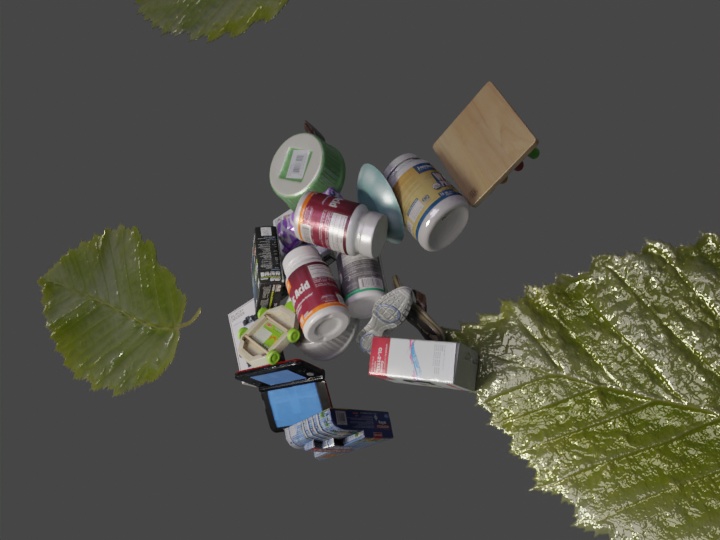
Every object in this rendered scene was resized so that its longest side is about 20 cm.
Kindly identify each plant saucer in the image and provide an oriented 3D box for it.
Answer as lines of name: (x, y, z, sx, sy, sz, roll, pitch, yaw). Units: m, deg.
plant saucer: (0.035, -0.150, 1.381, 0.038, 0.204, 0.202, -26, 55, -17)

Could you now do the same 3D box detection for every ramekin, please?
ramekin: (-0.144, -0.255, 1.512, 0.194, 0.097, 0.208, -11, 68, 27)
ramekin: (-0.103, 0.111, 1.434, 0.196, 0.094, 0.210, -11, 68, 27)

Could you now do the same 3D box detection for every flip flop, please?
flip flop: (0.135, 0.086, 1.317, 0.057, 0.082, 0.200, -30, 53, -17)

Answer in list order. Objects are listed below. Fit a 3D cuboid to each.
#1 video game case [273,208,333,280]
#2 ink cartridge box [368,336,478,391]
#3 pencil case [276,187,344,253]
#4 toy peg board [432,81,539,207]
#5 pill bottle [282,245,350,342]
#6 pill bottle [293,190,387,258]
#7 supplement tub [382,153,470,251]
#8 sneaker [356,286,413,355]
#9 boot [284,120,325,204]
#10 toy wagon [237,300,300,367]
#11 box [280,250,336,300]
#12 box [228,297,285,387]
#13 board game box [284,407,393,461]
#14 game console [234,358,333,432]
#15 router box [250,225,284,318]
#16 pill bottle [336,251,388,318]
video game case: (-0.150, -0.097, 1.531, 0.179, 0.024, 0.205, -29, 51, 21)
ink cartridge box: (0.135, 0.198, 1.229, 0.194, 0.145, 0.086, 1, 74, 31)
pencil case: (-0.121, -0.125, 1.456, 0.196, 0.083, 0.088, -30, 60, 22)
toy peg board: (0.300, -0.279, 1.339, 0.199, 0.096, 0.204, -46, 54, 28)
pill bottle: (-0.106, 0.050, 1.328, 0.113, 0.114, 0.203, -37, 54, 14)
pill bottle: (-0.044, -0.102, 1.317, 0.194, 0.114, 0.118, 17, 82, 20)
supplement tub: (0.146, -0.161, 1.346, 0.145, 0.144, 0.201, -45, 57, 9)
sneaker: (0.060, 0.102, 1.307, 0.074, 0.087, 0.201, 41, 127, 5)
boot: (-0.175, -0.300, 1.643, 0.199, 0.064, 0.189, -42, 55, 18)
toy wagon: (-0.201, 0.138, 1.376, 0.200, 0.040, 0.153, -46, 40, -19)
box: (-0.164, -0.023, 1.552, 0.197, 0.034, 0.112, -35, 59, 16)
box: (-0.274, 0.186, 1.533, 0.114, 0.060, 0.205, -29, 61, 19)
board game box: (-0.063, 0.369, 1.289, 0.197, 0.197, 0.064, -33, 57, 33)
game console: (-0.179, 0.300, 1.373, 0.194, 0.172, 0.123, -15, 62, 25)
router box: (-0.236, 0.008, 1.452, 0.060, 0.201, 0.155, -4, 63, -15)
pill bottle: (0.000, 0.000, 1.394, 0.111, 0.113, 0.206, -24, 55, 21)
